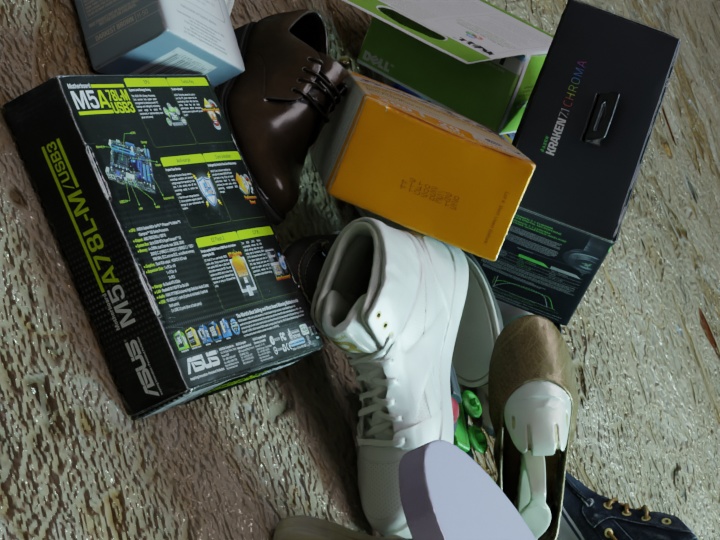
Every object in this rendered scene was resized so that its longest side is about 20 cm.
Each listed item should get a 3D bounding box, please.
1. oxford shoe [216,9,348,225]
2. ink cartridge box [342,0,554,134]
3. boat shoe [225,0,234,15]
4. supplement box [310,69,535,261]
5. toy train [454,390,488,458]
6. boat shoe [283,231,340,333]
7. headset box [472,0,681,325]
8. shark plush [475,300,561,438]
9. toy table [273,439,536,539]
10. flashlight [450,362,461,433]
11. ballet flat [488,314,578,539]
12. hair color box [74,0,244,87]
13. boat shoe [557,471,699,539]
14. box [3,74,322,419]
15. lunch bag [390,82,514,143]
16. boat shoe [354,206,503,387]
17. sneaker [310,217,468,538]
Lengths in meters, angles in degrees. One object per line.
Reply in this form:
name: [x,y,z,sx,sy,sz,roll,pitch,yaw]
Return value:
oxford shoe: [-0.052,-0.115,1.445,0.073,0.084,0.201,49,27,-39]
ink cartridge box: [0.063,-0.172,1.698,0.147,0.076,0.200,30,23,23]
boat shoe: [-0.099,-0.235,1.457,0.075,0.086,0.203,44,29,-43]
supplement box: [0.039,-0.077,1.462,0.125,0.074,0.200,21,8,-8]
toy train: [0.071,0.163,1.494,0.056,0.042,0.201,30,39,-41]
boat shoe: [0.000,0.000,1.455,0.067,0.057,0.200,67,21,5]
headset box: [0.156,-0.081,1.574,0.200,0.092,0.175,104,6,-69]
shark plush: [0.113,0.063,1.718,0.200,0.090,0.084,-94,179,-73]
toy table: [0.044,0.208,1.269,0.201,0.117,0.184,61,22,-9]
flashlight: [0.050,0.159,1.418,0.068,0.067,0.202,122,-40,-60]
ballet flat: [0.124,0.132,1.520,0.073,0.067,0.201,-97,-171,-60]
hair color box: [-0.147,-0.216,1.359,0.099,0.060,0.201,22,48,-61]
boat shoe: [0.205,0.203,1.645,0.201,0.091,0.071,56,6,20]
box: [-0.111,-0.022,1.252,0.194,0.047,0.200,64,21,4]
lunch bag: [0.098,-0.091,1.790,0.201,0.094,0.150,57,22,9]
boat shoe: [0.059,0.001,1.582,0.201,0.067,0.057,61,16,22]
sneaker: [0.006,0.067,1.360,0.115,0.073,0.202,20,72,-50]
